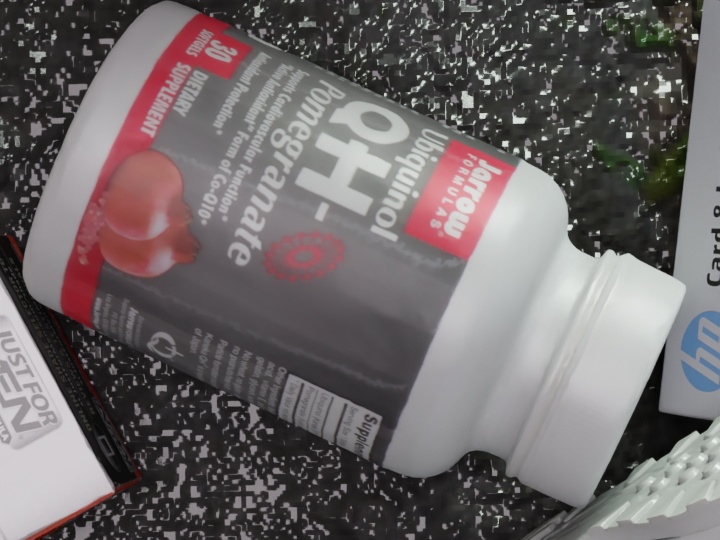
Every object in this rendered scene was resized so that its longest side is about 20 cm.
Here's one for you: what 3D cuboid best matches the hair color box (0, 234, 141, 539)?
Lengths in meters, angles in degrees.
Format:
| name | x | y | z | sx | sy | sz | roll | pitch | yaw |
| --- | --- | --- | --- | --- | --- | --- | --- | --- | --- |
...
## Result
| name | x | y | z | sx | sy | sz | roll | pitch | yaw |
| --- | --- | --- | --- | --- | --- | --- | --- | --- | --- |
| hair color box | -0.187 | 0.078 | 0.996 | 0.199 | 0.061 | 0.102 | -29 | 87 | 5 |

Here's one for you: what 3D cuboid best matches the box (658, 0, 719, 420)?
| name | x | y | z | sx | sy | sz | roll | pitch | yaw |
| --- | --- | --- | --- | --- | --- | --- | --- | --- | --- |
| box | 0.182 | -0.022 | 0.913 | 0.041 | 0.200 | 0.157 | 7 | 90 | -37 |

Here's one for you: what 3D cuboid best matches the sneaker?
| name | x | y | z | sx | sy | sz | roll | pitch | yaw |
| --- | --- | --- | --- | --- | --- | --- | --- | --- | --- |
| sneaker | 0.111 | 0.099 | 0.931 | 0.076 | 0.200 | 0.081 | -35 | 89 | -42 |

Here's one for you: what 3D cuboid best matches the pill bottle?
| name | x | y | z | sx | sy | sz | roll | pitch | yaw |
| --- | --- | --- | --- | --- | --- | --- | --- | --- | --- |
| pill bottle | 0.000 | 0.000 | 0.958 | 0.199 | 0.111 | 0.111 | 25 | 91 | 5 |
